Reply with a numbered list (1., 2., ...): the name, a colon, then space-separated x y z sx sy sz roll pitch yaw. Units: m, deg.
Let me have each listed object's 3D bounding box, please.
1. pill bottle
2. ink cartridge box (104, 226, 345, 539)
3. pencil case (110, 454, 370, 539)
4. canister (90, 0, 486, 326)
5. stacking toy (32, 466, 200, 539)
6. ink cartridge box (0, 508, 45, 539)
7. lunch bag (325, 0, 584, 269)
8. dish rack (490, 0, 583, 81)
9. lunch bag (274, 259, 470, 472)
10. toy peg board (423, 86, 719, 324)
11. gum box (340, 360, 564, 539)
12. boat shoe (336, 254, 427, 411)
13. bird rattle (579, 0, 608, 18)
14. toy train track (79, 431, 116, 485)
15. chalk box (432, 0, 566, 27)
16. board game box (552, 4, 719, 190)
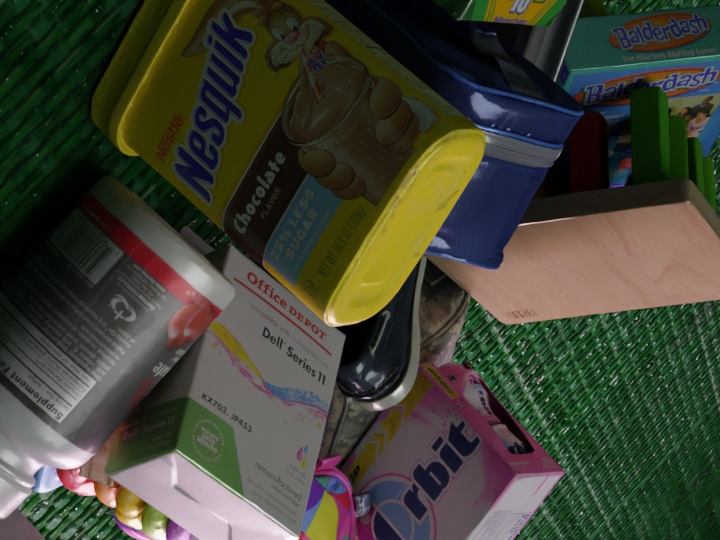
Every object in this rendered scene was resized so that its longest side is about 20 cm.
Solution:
1. pill bottle: -0.179 0.049 1.352 0.200 0.111 0.111 -48 157 -1
2. ink cartridge box: -0.079 0.067 1.430 0.067 0.200 0.117 -22 132 38
3. pencil case: -0.090 0.163 1.588 0.088 0.200 0.088 -3 94 -48
4. canister: -0.042 -0.082 1.275 0.087 0.200 0.149 -6 133 -59
5. stacking toy: -0.118 0.150 1.502 0.116 0.200 0.110 -23 146 -44
6. ink cartridge box: -0.238 0.265 1.539 0.084 0.146 0.200 -34 152 -26
7. lunch bag: 0.033 -0.110 1.378 0.136 0.200 0.132 14 113 -44
8. dish rack: 0.113 -0.177 1.480 0.172 0.043 0.200 -110 -143 -78
9. lunch bag: -0.006 0.081 1.665 0.168 0.139 0.200 -23 145 -34
10. toy peg board: 0.162 -0.046 1.586 0.200 0.199 0.098 40 47 -60
11. gum box: 0.044 0.169 1.580 0.066 0.114 0.200 3 128 -53
12. boat shoe: 0.000 0.000 1.542 0.075 0.200 0.062 -14 144 25
13. bird rattle: 0.148 -0.137 1.693 0.163 0.113 0.200 -21 154 -9
14. toy train track: -0.125 0.095 1.456 0.200 0.115 0.033 20 134 -24
15. chalk box: 0.095 -0.262 1.336 0.124 0.125 0.200 -7 132 -58
16. board game box: 0.188 -0.113 1.594 0.152 0.045 0.200 -7 154 -16
